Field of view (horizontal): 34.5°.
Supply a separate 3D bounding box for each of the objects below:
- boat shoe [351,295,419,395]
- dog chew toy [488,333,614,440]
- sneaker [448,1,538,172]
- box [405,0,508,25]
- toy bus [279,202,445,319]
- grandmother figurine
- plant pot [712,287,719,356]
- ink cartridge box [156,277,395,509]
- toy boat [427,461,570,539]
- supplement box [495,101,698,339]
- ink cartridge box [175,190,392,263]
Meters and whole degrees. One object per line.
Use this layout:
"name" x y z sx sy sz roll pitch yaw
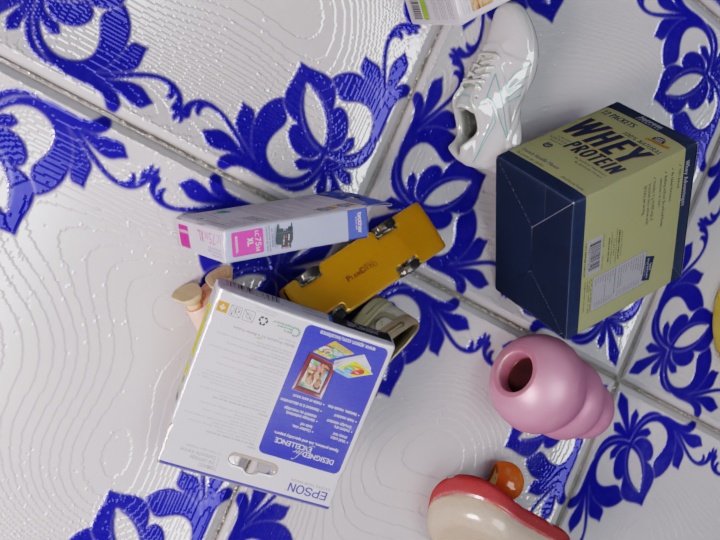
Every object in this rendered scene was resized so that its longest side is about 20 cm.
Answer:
"boat shoe" -0.008 0.116 1.301 0.200 0.065 0.072 -49 154 -28
"dog chew toy" 0.254 0.158 1.472 0.199 0.124 0.125 27 85 -41
"sneaker" 0.155 -0.216 1.357 0.080 0.070 0.202 3 99 -30
"box" 0.145 -0.365 1.300 0.199 0.101 0.113 -30 115 -24
"toy bus" 0.000 0.000 1.290 0.199 0.078 0.065 -33 91 -24
"grandmother figurine" -0.123 0.093 1.258 0.121 0.061 0.201 -22 117 2
"plant pot" 0.642 0.075 1.654 0.200 0.189 0.202 -7 103 -31
"ink cartridge box" -0.090 0.132 1.217 0.196 0.047 0.201 19 106 -14
"toy boat" 0.176 0.304 1.467 0.200 0.130 0.131 34 52 -33
"supplement box" 0.280 -0.063 1.398 0.199 0.134 0.201 -25 131 -26
"ink cartridge box" -0.078 -0.048 1.215 0.199 0.119 0.042 -14 106 -29
